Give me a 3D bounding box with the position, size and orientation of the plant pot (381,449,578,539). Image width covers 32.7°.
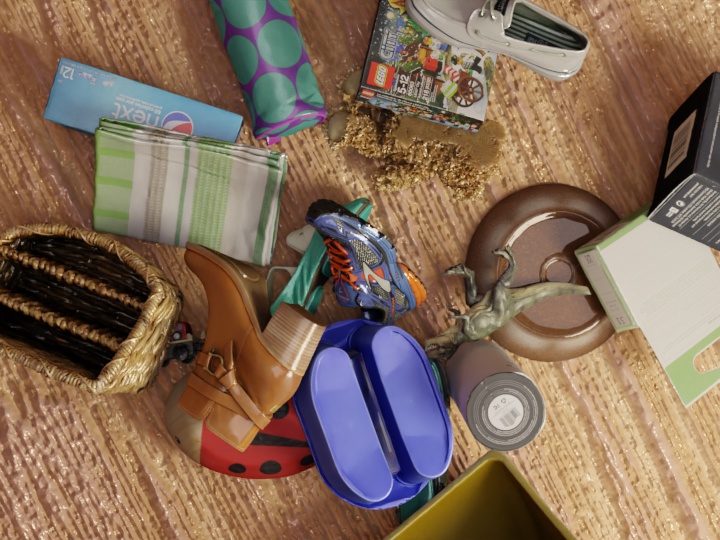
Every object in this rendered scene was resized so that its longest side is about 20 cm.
[{"bbox_3d":[0.152,0.350,1.283,0.194,0.196,0.200,-38,137,-3],"label":"plant pot"}]

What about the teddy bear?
[{"bbox_3d":[0.057,-0.149,1.340,0.198,0.067,0.146,6,73,-5],"label":"teddy bear"}]

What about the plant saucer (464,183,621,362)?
[{"bbox_3d":[0.217,0.003,1.368,0.199,0.037,0.202,0,92,-5],"label":"plant saucer"}]

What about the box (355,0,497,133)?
[{"bbox_3d":[0.082,-0.259,1.318,0.136,0.038,0.201,14,72,-6],"label":"box"}]

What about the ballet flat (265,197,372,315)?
[{"bbox_3d":[-0.060,-0.002,1.330,0.070,0.067,0.201,27,87,12],"label":"ballet flat"}]

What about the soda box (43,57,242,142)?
[{"bbox_3d":[-0.229,-0.161,1.309,0.199,0.064,0.068,18,90,-5],"label":"soda box"}]

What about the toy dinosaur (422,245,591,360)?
[{"bbox_3d":[0.143,0.026,1.324,0.199,0.047,0.089,-24,94,-9],"label":"toy dinosaur"}]

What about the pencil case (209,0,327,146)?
[{"bbox_3d":[-0.107,-0.240,1.307,0.085,0.092,0.201,-21,91,-39],"label":"pencil case"}]

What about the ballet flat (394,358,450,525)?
[{"bbox_3d":[0.066,0.188,1.344,0.074,0.074,0.202,4,91,-5],"label":"ballet flat"}]

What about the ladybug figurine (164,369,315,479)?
[{"bbox_3d":[-0.111,0.164,1.313,0.198,0.072,0.137,4,106,-7],"label":"ladybug figurine"}]

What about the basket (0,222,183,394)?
[{"bbox_3d":[-0.294,0.028,1.242,0.199,0.149,0.144,22,90,13],"label":"basket"}]

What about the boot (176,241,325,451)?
[{"bbox_3d":[-0.143,0.072,1.249,0.200,0.074,0.155,36,98,33],"label":"boot"}]

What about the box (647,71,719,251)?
[{"bbox_3d":[0.431,-0.096,1.324,0.199,0.104,0.149,24,60,-5],"label":"box"}]

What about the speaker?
[{"bbox_3d":[0.137,0.125,1.282,0.081,0.200,0.082,0,96,-3],"label":"speaker"}]

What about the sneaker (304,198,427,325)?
[{"bbox_3d":[0.000,0.000,1.282,0.079,0.075,0.200,-50,133,-9],"label":"sneaker"}]

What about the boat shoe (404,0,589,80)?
[{"bbox_3d":[0.146,-0.264,1.275,0.199,0.067,0.074,18,71,-5],"label":"boat shoe"}]

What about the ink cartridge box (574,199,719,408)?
[{"bbox_3d":[0.339,0.031,1.347,0.145,0.048,0.201,-30,95,-29],"label":"ink cartridge box"}]

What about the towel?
[{"bbox_3d":[-0.183,-0.077,1.291,0.198,0.031,0.150,10,128,-3],"label":"towel"}]

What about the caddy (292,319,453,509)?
[{"bbox_3d":[0.012,0.147,1.269,0.140,0.105,0.201,-19,88,-15],"label":"caddy"}]

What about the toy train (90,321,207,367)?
[{"bbox_3d":[-0.199,0.077,1.313,0.198,0.034,0.046,-9,76,10],"label":"toy train"}]
